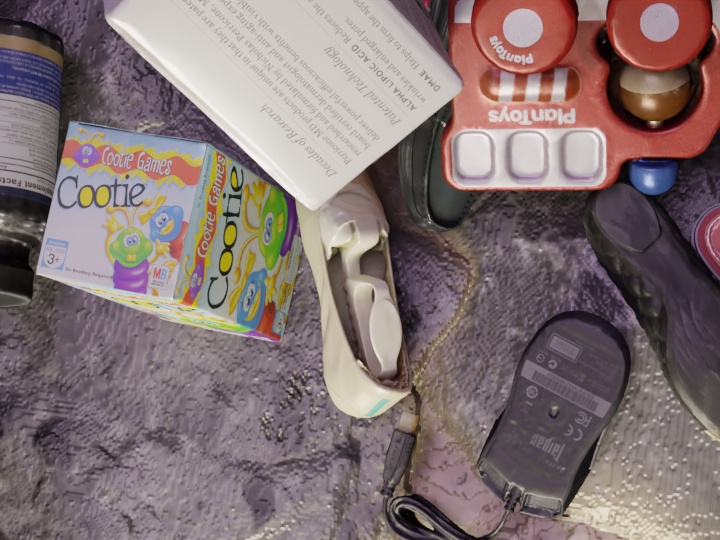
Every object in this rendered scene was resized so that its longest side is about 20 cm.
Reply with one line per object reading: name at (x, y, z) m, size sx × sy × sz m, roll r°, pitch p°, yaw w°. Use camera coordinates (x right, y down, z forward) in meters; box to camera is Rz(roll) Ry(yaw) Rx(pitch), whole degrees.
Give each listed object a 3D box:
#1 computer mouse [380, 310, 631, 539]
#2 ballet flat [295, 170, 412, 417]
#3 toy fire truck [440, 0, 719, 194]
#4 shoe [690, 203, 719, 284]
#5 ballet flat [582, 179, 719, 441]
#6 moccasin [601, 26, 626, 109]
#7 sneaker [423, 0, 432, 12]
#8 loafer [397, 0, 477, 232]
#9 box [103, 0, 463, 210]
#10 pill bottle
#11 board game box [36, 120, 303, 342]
computer mouse at (0.097, 0.110, 1.266) m, size 0.139 × 0.046 × 0.202 m, roll 22°, pitch 99°, yaw 16°
ballet flat at (0.000, 0.000, 1.299) m, size 0.069 × 0.069 × 0.202 m, roll -12°, pitch 82°, yaw 15°
toy fire truck at (0.150, -0.129, 1.196) m, size 0.198 × 0.112 × 0.169 m, roll 0°, pitch 119°, yaw 6°
shoe at (0.297, 0.010, 1.193) m, size 0.199 × 0.091 × 0.072 m, roll 33°, pitch 91°, yaw 20°
ballet flat at (0.214, 0.026, 1.246) m, size 0.066 × 0.057 × 0.201 m, roll -29°, pitch 79°, yaw 4°
moccasin at (0.181, -0.161, 1.268) m, size 0.078 × 0.074 × 0.202 m, roll 39°, pitch 103°, yaw -9°
sneaker at (0.002, -0.179, 1.337) m, size 0.199 × 0.079 × 0.096 m, roll -38°, pitch 57°, yaw 5°
loafer at (0.074, -0.122, 1.277) m, size 0.070 × 0.068 × 0.203 m, roll 24°, pitch 107°, yaw 49°
box at (-0.059, -0.184, 1.182) m, size 0.130 × 0.200 × 0.200 m, roll -38°, pitch 34°, yaw 15°
pill bottle at (-0.279, -0.079, 1.380) m, size 0.111 × 0.112 × 0.202 m, roll -1°, pitch 81°, yaw 17°
board game box at (-0.122, -0.022, 1.273) m, size 0.104 × 0.200 × 0.104 m, roll 10°, pitch 83°, yaw 19°
